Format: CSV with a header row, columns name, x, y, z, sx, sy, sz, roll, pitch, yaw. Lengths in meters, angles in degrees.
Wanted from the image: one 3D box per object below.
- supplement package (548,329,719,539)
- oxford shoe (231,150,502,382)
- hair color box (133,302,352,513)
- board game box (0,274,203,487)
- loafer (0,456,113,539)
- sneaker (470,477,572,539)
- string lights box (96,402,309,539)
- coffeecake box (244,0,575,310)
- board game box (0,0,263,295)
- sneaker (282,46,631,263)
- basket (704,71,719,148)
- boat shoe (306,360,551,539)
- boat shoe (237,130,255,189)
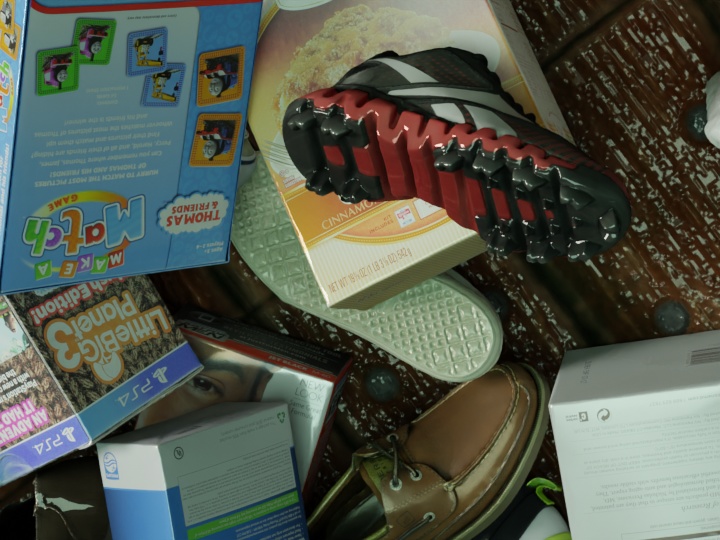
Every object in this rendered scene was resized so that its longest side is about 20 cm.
name,x,y,z,sx,sy,sz,roll,pitch,yaw
supplement package,0.182,0.148,1.358,0.109,0.114,0.201,-8,103,12
oxford shoe,0.000,0.000,1.383,0.200,0.058,0.075,34,99,13
hair color box,-0.088,0.133,1.425,0.111,0.064,0.201,18,105,6
board game box,-0.214,0.014,1.358,0.159,0.097,0.200,-26,96,47
loafer,-0.195,0.167,1.412,0.071,0.073,0.200,11,138,-22
sneaker,0.046,0.192,1.427,0.200,0.072,0.083,-33,71,15
string lights box,-0.079,0.183,1.334,0.059,0.103,0.201,-2,99,45
coffeecake box,0.018,-0.100,1.316,0.153,0.073,0.200,-26,80,14
board game box,-0.127,-0.092,1.257,0.037,0.151,0.201,31,120,45
sneaker,0.060,-0.067,1.210,0.200,0.098,0.071,19,139,32
basket,0.304,-0.083,1.238,0.198,0.200,0.161,38,104,-2
boat shoe,0.029,0.129,1.370,0.068,0.072,0.200,28,107,-38
boat shoe,-0.135,-0.126,1.364,0.200,0.072,0.062,39,107,3
